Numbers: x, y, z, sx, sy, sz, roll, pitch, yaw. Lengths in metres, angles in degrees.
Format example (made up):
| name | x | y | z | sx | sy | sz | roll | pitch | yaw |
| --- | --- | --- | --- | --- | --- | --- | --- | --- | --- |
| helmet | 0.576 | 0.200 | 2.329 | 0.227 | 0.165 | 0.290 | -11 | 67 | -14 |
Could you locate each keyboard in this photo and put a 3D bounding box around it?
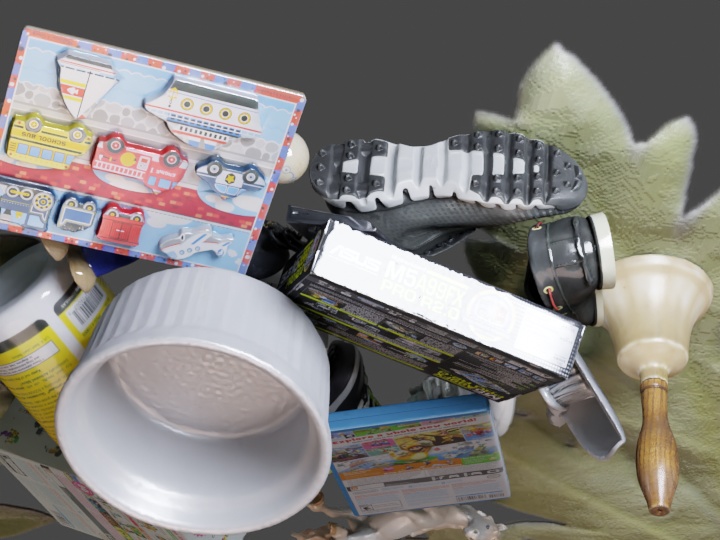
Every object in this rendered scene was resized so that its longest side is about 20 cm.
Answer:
| name | x | y | z | sx | sy | sz | roll | pitch | yaw |
| --- | --- | --- | --- | --- | --- | --- | --- | --- | --- |
| keyboard | 0.000 | 0.000 | 1.253 | 0.127 | 0.021 | 0.200 | 12 | 162 | 34 |

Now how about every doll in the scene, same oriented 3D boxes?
| name | x | y | z | sx | sy | sz | roll | pitch | yaw |
| --- | --- | --- | --- | --- | --- | --- | --- | --- | --- |
| doll | -0.129 | -0.052 | 1.197 | 0.199 | 0.049 | 0.137 | -25 | 135 | 9 |

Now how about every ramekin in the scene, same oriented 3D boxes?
| name | x | y | z | sx | sy | sz | roll | pitch | yaw |
| --- | --- | --- | --- | --- | --- | --- | --- | --- | --- |
| ramekin | -0.115 | 0.092 | 1.195 | 0.199 | 0.098 | 0.201 | 3 | 131 | 4 |

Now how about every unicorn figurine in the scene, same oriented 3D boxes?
| name | x | y | z | sx | sy | sz | roll | pitch | yaw |
| --- | --- | --- | --- | --- | --- | --- | --- | --- | --- |
| unicorn figurine | 0.043 | 0.236 | 1.561 | 0.199 | 0.074 | 0.137 | -9 | 152 | 38 |

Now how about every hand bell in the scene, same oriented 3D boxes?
| name | x | y | z | sx | sy | sz | roll | pitch | yaw |
| --- | --- | --- | --- | --- | --- | --- | --- | --- | --- |
| hand bell | 0.227 | 0.097 | 1.252 | 0.104 | 0.201 | 0.104 | 2 | 141 | 2 |

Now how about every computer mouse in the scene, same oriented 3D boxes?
| name | x | y | z | sx | sy | sz | roll | pitch | yaw |
| --- | --- | --- | --- | --- | --- | --- | --- | --- | --- |
| computer mouse | -0.147 | -0.034 | 1.255 | 0.199 | 0.034 | 0.059 | 18 | 141 | -17 |

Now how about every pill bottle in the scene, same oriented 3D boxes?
| name | x | y | z | sx | sy | sz | roll | pitch | yaw |
| --- | --- | --- | --- | --- | --- | --- | --- | --- | --- |
| pill bottle | -0.218 | 0.082 | 1.308 | 0.112 | 0.113 | 0.200 | -21 | 119 | 28 |

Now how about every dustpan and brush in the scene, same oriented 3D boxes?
| name | x | y | z | sx | sy | sz | roll | pitch | yaw |
| --- | --- | --- | --- | --- | --- | --- | --- | --- | --- |
| dustpan and brush | 0.171 | 0.105 | 1.361 | 0.057 | 0.140 | 0.200 | -33 | 164 | 7 |

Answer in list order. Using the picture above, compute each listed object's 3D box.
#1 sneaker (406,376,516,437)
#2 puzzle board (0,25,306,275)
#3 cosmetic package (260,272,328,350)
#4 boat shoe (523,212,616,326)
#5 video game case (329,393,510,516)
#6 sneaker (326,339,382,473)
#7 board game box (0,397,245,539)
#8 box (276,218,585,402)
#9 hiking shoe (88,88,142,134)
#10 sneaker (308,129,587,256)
| name | x | y | z | sx | sy | sz | roll | pitch | yaw |
| --- | --- | --- | --- | --- | --- | --- | --- | --- | --- |
| sneaker | 0.084 | 0.116 | 1.397 | 0.080 | 0.071 | 0.201 | 14 | 141 | -8 |
| puzzle board | -0.153 | -0.076 | 1.131 | 0.199 | 0.017 | 0.151 | 12 | 118 | -19 |
| cosmetic package | -0.090 | 0.086 | 1.373 | 0.101 | 0.071 | 0.200 | 9 | 142 | -6 |
| boat shoe | 0.150 | 0.002 | 1.204 | 0.063 | 0.074 | 0.201 | -11 | 169 | 4 |
| video game case | 0.047 | 0.158 | 1.373 | 0.142 | 0.018 | 0.200 | -8 | 151 | 7 |
| sneaker | 0.001 | 0.123 | 1.412 | 0.082 | 0.072 | 0.200 | 14 | 152 | 2 |
| board game box | -0.217 | 0.193 | 1.467 | 0.199 | 0.064 | 0.148 | 13 | 151 | 32 |
| box | 0.044 | 0.034 | 1.196 | 0.199 | 0.044 | 0.160 | 22 | 166 | -8 |
| hiking shoe | -0.228 | -0.074 | 1.168 | 0.200 | 0.087 | 0.074 | -25 | 134 | 32 |
| sneaker | 0.066 | -0.052 | 1.192 | 0.199 | 0.067 | 0.091 | 0 | 145 | 10 |
